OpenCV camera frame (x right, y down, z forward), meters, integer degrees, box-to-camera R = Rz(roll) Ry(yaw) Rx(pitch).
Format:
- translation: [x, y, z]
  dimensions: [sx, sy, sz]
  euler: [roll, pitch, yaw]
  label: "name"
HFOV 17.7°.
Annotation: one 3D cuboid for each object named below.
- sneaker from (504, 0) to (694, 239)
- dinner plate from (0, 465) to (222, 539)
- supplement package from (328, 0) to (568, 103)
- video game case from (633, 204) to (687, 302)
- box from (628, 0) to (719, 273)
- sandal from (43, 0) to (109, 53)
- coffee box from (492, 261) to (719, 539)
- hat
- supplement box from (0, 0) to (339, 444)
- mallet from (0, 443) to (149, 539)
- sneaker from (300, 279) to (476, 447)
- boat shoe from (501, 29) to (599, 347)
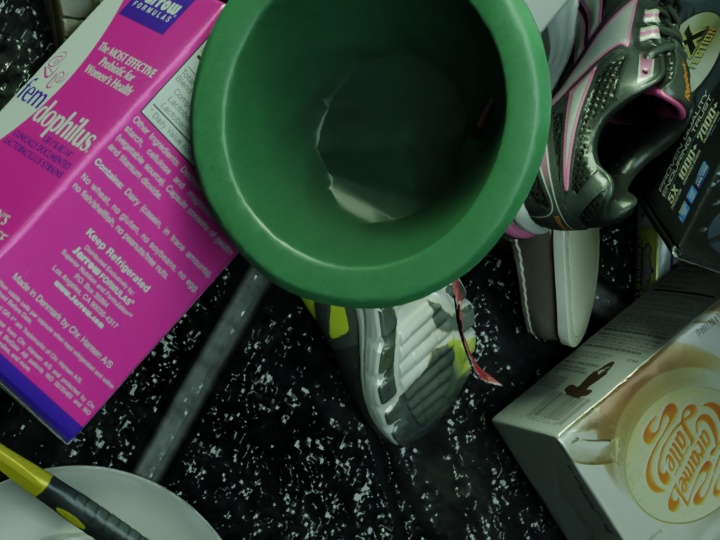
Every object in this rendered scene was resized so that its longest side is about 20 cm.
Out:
- translation: [0.137, -0.101, 1.162]
  dimensions: [0.080, 0.086, 0.200]
  euler: [33, 74, -44]
  label: "sneaker"
- translation: [-0.145, 0.200, 1.171]
  dimensions: [0.200, 0.024, 0.201]
  euler: [-1, 92, -24]
  label: "dinner plate"
- translation: [0.051, -0.171, 1.122]
  dimensions: [0.109, 0.114, 0.200]
  euler: [35, 112, -14]
  label: "supplement package"
- translation: [0.248, 0.012, 1.326]
  dimensions: [0.200, 0.025, 0.181]
  euler: [2, 91, -23]
  label: "video game case"
- translation: [0.216, -0.111, 1.170]
  dimensions: [0.086, 0.164, 0.200]
  euler: [18, 112, -17]
  label: "box"
- translation: [-0.130, -0.173, 1.150]
  dimensions: [0.082, 0.055, 0.200]
  euler: [-14, 112, -23]
  label: "sandal"
- translation: [0.188, 0.069, 1.245]
  dimensions: [0.200, 0.080, 0.114]
  euler: [-37, 106, -17]
  label: "coffee box"
- translation: [0.023, -0.063, 1.101]
  dimensions: [0.165, 0.176, 0.200]
  euler: [32, 102, 15]
  label: "hat"
- translation: [-0.122, -0.035, 1.108]
  dimensions: [0.200, 0.101, 0.103]
  euler: [-48, 125, -9]
  label: "supplement box"
- translation: [-0.156, 0.096, 1.118]
  dimensions: [0.200, 0.066, 0.041]
  euler: [31, 48, -8]
  label: "mallet"
- translation: [0.000, 0.000, 1.201]
  dimensions: [0.074, 0.085, 0.200]
  euler: [-34, 126, -30]
  label: "sneaker"
- translation: [0.091, -0.057, 1.239]
  dimensions: [0.059, 0.072, 0.200]
  euler: [0, 106, 19]
  label: "boat shoe"
